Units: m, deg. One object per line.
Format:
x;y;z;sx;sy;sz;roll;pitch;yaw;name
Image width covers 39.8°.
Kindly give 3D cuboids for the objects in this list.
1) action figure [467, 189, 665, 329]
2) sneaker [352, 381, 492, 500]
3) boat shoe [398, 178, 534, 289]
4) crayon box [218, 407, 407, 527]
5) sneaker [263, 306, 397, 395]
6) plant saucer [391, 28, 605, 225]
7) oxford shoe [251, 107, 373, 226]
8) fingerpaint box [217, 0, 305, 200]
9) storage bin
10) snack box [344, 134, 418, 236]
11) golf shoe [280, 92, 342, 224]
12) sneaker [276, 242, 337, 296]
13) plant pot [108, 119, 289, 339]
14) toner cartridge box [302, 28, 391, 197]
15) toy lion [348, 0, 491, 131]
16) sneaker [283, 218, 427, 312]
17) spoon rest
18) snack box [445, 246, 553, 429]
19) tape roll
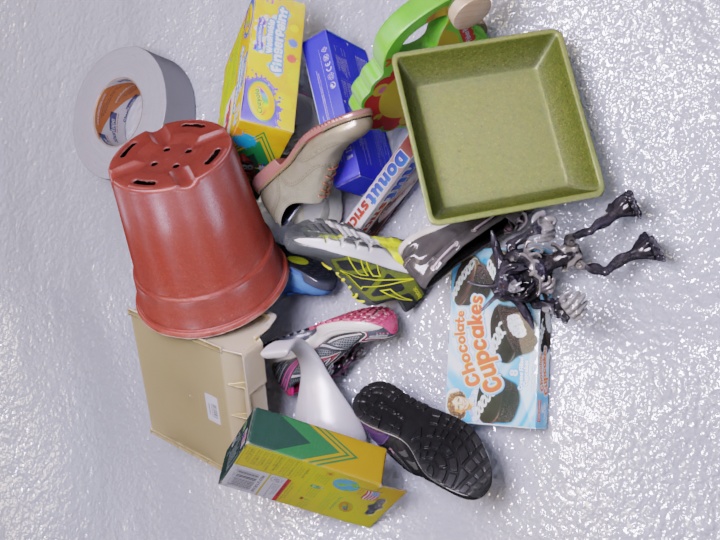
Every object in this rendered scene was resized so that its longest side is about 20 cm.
0.210;-0.010;1.050;0.198;0.102;0.120;-26;90;8;action figure
0.080;0.206;1.151;0.076;0.088;0.199;-41;48;-19;sneaker
0.139;-0.044;1.125;0.198;0.067;0.057;-28;67;-3;boat shoe
-0.055;0.236;1.172;0.127;0.198;0.051;126;160;-50;crayon box
-0.030;0.097;1.244;0.199;0.080;0.076;-23;86;37;sneaker
0.146;-0.152;1.091;0.197;0.048;0.202;-10;75;-7;plant saucer
-0.046;-0.123;1.180;0.199;0.070;0.074;-34;81;42;oxford shoe
-0.131;-0.221;1.274;0.167;0.072;0.202;128;149;-56;fingerpaint box
-0.188;0.138;1.273;0.197;0.093;0.202;18;125;33;storage bin
0.044;-0.109;1.196;0.024;0.072;0.201;47;121;16;snack box
-0.078;-0.147;1.296;0.075;0.091;0.203;-23;70;30;golf shoe
-0.112;0.009;1.317;0.198;0.066;0.080;21;106;34;sneaker
-0.201;-0.059;1.191;0.199;0.201;0.197;20;138;33;plant pot
-0.013;-0.195;1.256;0.043;0.095;0.203;-22;71;29;toner cartridge box
0.067;-0.242;1.156;0.190;0.200;0.069;-31;68;5;toy lion
0.000;0.000;1.175;0.075;0.197;0.086;-118;45;-64;sneaker
-0.055;0.161;1.214;0.098;0.061;0.202;-7;121;30;spoon rest
0.158;0.076;1.140;0.115;0.037;0.203;-1;83;34;snack box
-0.342;-0.230;1.496;0.198;0.066;0.203;-5;81;32;tape roll
